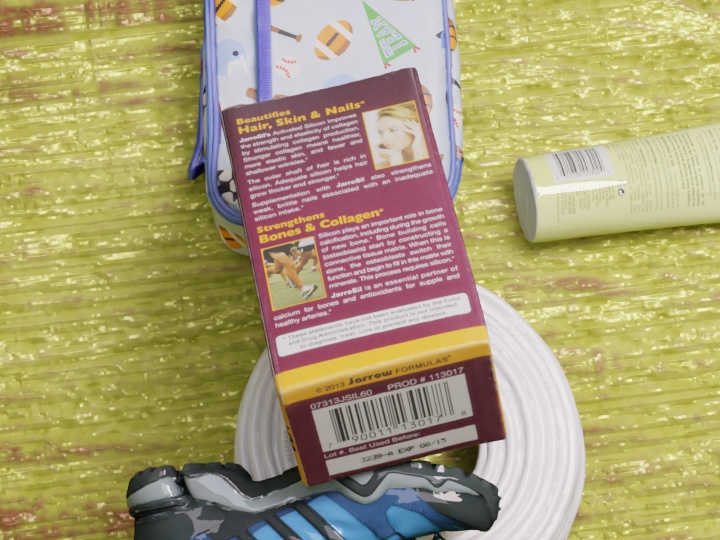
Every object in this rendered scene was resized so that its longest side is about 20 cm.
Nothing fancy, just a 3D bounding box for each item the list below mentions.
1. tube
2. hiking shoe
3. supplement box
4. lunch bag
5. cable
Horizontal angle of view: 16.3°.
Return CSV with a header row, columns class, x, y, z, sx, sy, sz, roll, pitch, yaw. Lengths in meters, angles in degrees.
class,x,y,z,sx,sy,sz,roll,pitch,yaw
tube,0.191,-0.053,1.478,0.199,0.052,0.058,-9,113,-10
hiking shoe,-0.024,0.143,1.319,0.199,0.074,0.087,-4,82,9
supplement box,0.000,0.000,1.312,0.110,0.086,0.201,-13,49,0
lunch bag,-0.022,-0.102,1.465,0.159,0.076,0.201,0,70,-1
cable,0.029,0.099,1.400,0.199,0.069,0.200,29,72,6
